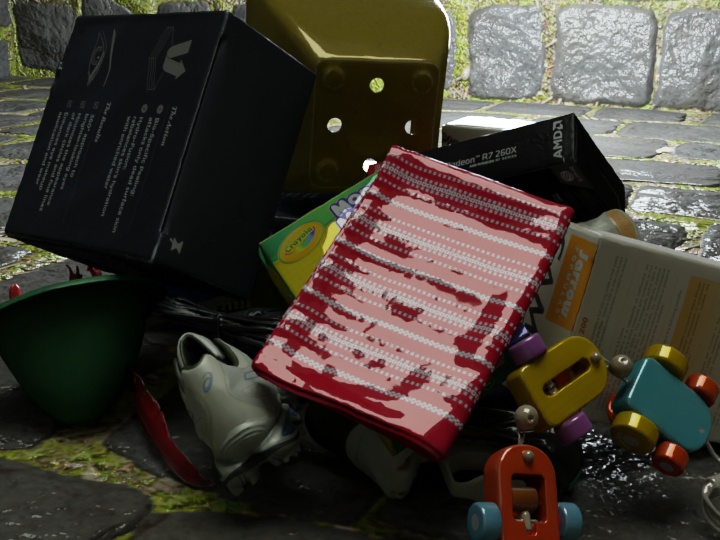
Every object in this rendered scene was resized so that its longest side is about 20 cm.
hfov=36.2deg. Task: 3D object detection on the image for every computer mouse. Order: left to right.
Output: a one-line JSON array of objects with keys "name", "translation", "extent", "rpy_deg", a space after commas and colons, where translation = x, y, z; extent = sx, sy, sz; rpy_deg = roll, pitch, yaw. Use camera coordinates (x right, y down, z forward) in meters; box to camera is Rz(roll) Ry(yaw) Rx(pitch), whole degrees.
[{"name": "computer mouse", "translation": [-0.056, 0.052, 0.858], "extent": [0.138, 0.047, 0.200], "rpy_deg": [14, -10, 29]}]

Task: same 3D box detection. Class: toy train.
[{"name": "toy train", "translation": [0.145, 0.118, 0.694], "extent": [0.197, 0.153, 0.056], "rpy_deg": [2, -19, -24]}]

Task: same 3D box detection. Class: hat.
[{"name": "hat", "translation": [-0.208, 0.112, 0.855], "extent": [0.163, 0.179, 0.200], "rpy_deg": [-16, -13, -7]}]

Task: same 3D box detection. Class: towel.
[{"name": "towel", "translation": [0.035, 0.012, 0.709], "extent": [0.143, 0.023, 0.201], "rpy_deg": [22, 63, 22]}]

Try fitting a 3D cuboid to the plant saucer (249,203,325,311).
[{"name": "plant saucer", "translation": [0.000, 0.000, 0.939], "extent": [0.196, 0.202, 0.031], "rpy_deg": [-4, 48, -16]}]

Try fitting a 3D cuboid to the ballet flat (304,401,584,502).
[{"name": "ballet flat", "translation": [0.052, 0.120, 0.744], "extent": [0.196, 0.069, 0.069], "rpy_deg": [3, 28, 11]}]

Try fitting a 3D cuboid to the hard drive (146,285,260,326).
[{"name": "hard drive", "translation": [-0.155, -0.063, 0.989], "extent": [0.130, 0.204, 0.025], "rpy_deg": [-16, -21, 26]}]

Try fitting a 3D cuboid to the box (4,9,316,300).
[{"name": "box", "translation": [-0.165, -0.095, 0.904], "extent": [0.198, 0.200, 0.117], "rpy_deg": [9, -11, 40]}]

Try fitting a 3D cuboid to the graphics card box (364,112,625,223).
[{"name": "graphics card box", "translation": [0.115, -0.062, 0.946], "extent": [0.197, 0.052, 0.125], "rpy_deg": [-10, -31, 32]}]

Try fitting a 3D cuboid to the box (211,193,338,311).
[{"name": "box", "translation": [-0.114, -0.025, 1.125], "extent": [0.196, 0.120, 0.197], "rpy_deg": [6, 16, 15]}]

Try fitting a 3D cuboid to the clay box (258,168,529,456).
[{"name": "clay box", "translation": [0.014, 0.012, 0.755], "extent": [0.114, 0.048, 0.201], "rpy_deg": [-31, 58, -10]}]

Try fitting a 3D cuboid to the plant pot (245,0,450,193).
[{"name": "plant pot", "translation": [-0.007, -0.165, 1.051], "extent": [0.190, 0.199, 0.200], "rpy_deg": [0, 22, -13]}]

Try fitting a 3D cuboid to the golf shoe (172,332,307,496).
[{"name": "golf shoe", "translation": [-0.090, 0.077, 0.775], "extent": [0.078, 0.098, 0.200], "rpy_deg": [-35, 10, -6]}]

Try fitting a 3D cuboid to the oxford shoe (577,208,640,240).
[{"name": "oxford shoe", "translation": [0.215, 0.015, 0.944], "extent": [0.057, 0.201, 0.076], "rpy_deg": [-30, 58, -5]}]

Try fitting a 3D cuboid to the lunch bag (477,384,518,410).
[{"name": "lunch bag", "translation": [0.100, 0.047, 0.869], "extent": [0.197, 0.135, 0.136], "rpy_deg": [-14, 22, -15]}]

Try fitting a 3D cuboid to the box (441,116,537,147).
[{"name": "box", "translation": [0.123, -0.042, 1.062], "extent": [0.081, 0.204, 0.068], "rpy_deg": [8, 17, 29]}]

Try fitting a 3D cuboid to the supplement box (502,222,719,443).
[{"name": "supplement box", "translation": [0.210, 0.046, 0.798], "extent": [0.197, 0.128, 0.073], "rpy_deg": [13, 9, -27]}]

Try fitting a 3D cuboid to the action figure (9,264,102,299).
[{"name": "action figure", "translation": [-0.279, 0.024, 1.026], "extent": [0.197, 0.101, 0.065], "rpy_deg": [14, 21, 33]}]
